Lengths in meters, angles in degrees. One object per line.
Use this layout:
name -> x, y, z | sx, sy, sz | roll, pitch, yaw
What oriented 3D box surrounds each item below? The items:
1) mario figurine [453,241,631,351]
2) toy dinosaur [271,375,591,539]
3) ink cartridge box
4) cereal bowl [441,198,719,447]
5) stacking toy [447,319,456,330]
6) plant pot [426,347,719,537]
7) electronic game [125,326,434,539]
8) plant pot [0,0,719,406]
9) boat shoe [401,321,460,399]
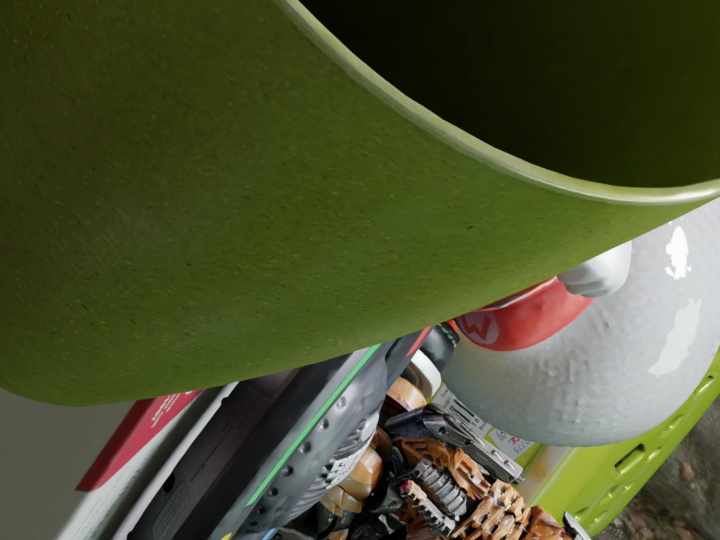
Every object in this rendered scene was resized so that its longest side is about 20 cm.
mario figurine -> 0.050, -0.060, 1.052 | 0.124, 0.106, 0.200 | -87, 178, -65
toy dinosaur -> 0.003, 0.077, 1.114 | 0.102, 0.200, 0.136 | -27, 162, -32
ink cartridge box -> -0.076, 0.019, 0.939 | 0.147, 0.083, 0.200 | -54, 172, 21
cereal bowl -> 0.096, -0.004, 1.507 | 0.083, 0.200, 0.200 | -4, 136, -49
stacking toy -> 0.000, 0.050, 1.471 | 0.200, 0.085, 0.085 | -48, 174, 15
plant pot -> 0.113, 0.071, 1.928 | 0.200, 0.199, 0.181 | -54, 165, 25
electronic game -> -0.020, 0.056, 0.967 | 0.200, 0.042, 0.200 | -51, 173, -8
plant pot -> -0.027, -0.053, 0.646 | 0.200, 0.187, 0.187 | -38, -176, 44
boat shoe -> 0.000, 0.000, 1.176 | 0.060, 0.076, 0.200 | -46, -156, -6
